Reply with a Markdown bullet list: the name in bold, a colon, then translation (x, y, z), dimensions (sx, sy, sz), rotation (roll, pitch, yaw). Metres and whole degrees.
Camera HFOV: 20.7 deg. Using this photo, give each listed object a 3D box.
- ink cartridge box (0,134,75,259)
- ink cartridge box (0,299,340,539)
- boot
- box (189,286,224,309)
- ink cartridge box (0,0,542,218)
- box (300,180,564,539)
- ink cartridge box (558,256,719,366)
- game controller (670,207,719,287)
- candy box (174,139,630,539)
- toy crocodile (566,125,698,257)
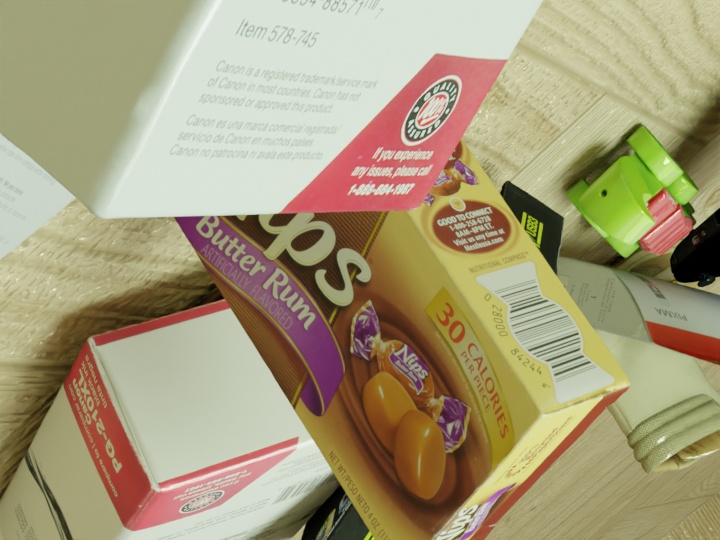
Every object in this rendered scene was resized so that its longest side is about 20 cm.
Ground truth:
- **ink cartridge box**: translation (-0.149, -0.044, 0.617), dimensions (0.199, 0.044, 0.198), rotation (-38, 162, 3)
- **ink cartridge box**: translation (-0.085, 0.095, 0.981), dimensions (0.144, 0.085, 0.200), rotation (-16, 158, -32)
- **boot**: translation (0.226, 0.062, 1.436), dimensions (0.199, 0.156, 0.073), rotation (-16, 153, -50)
- **box**: translation (0.000, 0.000, 1.061), dimensions (0.163, 0.021, 0.200), rotation (-39, 162, 1)
- **ink cartridge box**: translation (-0.019, -0.133, 0.419), dimensions (0.201, 0.144, 0.145), rotation (-58, 157, 17)
- **box**: translation (0.034, 0.073, 1.029), dimensions (0.201, 0.047, 0.194), rotation (-57, -172, 24)
- **ink cartridge box**: translation (0.234, 0.038, 1.280), dimensions (0.161, 0.058, 0.199), rotation (13, 178, -30)
- **game controller**: translation (0.281, -0.044, 1.266), dimensions (0.103, 0.043, 0.200), rotation (-2, 156, -24)
- **candy box**: translation (0.007, 0.003, 0.781), dimensions (0.056, 0.201, 0.117), rotation (-15, 154, -42)
- **toy crocodile**: translation (0.181, -0.040, 1.250), dimensions (0.067, 0.062, 0.200), rotation (-40, 163, 9)
